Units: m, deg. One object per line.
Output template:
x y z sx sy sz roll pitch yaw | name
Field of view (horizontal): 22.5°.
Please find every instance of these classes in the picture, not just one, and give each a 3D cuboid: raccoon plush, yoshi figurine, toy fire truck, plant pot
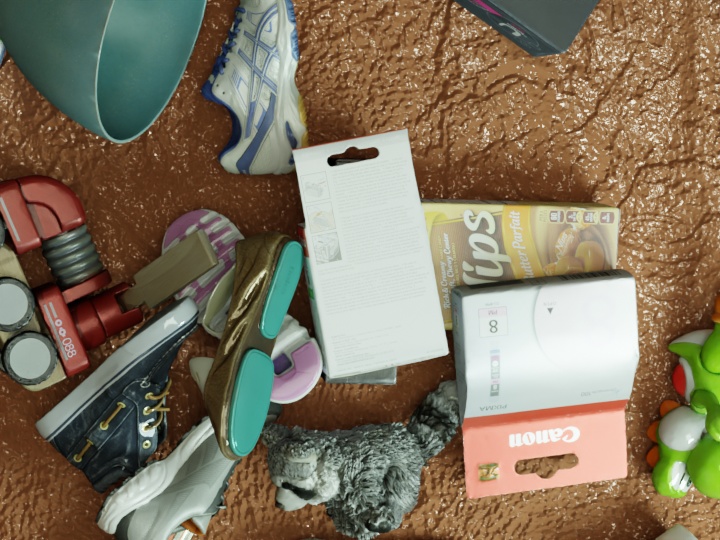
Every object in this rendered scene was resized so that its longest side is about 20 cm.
-0.005 0.144 1.625 0.134 0.096 0.200 50 57 -27 | raccoon plush
0.343 0.128 1.682 0.112 0.112 0.201 21 94 -17 | yoshi figurine
-0.241 -0.009 1.567 0.199 0.129 0.177 -24 98 -16 | toy fire truck
-0.230 -0.225 1.525 0.134 0.200 0.201 21 91 14 | plant pot

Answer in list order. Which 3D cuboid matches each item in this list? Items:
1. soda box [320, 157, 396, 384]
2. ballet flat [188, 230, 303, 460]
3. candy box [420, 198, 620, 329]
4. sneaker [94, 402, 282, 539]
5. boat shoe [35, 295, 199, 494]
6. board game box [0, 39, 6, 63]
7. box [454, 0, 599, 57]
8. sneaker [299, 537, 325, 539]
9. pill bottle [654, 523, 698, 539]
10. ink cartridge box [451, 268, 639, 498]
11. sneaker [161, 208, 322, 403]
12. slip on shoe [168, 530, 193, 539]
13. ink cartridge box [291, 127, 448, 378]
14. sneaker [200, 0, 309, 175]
0.000 0.000 1.632 0.070 0.063 0.202 2 94 -10 | soda box
-0.105 0.061 1.536 0.072 0.068 0.201 6 76 27 | ballet flat
0.133 -0.005 1.658 0.199 0.055 0.116 1 96 -11 | candy box
-0.140 0.182 1.592 0.079 0.074 0.200 46 61 6 | sneaker
-0.190 0.109 1.578 0.200 0.071 0.091 -41 94 26 | boat shoe
-0.381 -0.208 1.564 0.150 0.037 0.201 20 92 -11 | board game box
0.176 -0.307 1.615 0.122 0.106 0.201 32 89 -10 | box
0.029 0.288 1.650 0.199 0.085 0.076 2 94 -10 | sneaker
0.248 0.334 1.677 0.200 0.113 0.114 -38 100 -5 | pill bottle
0.170 0.106 1.632 0.161 0.057 0.201 -6 98 -9 | ink cartridge box
-0.105 0.038 1.614 0.080 0.088 0.201 -36 77 -3 | sneaker
-0.212 0.280 1.618 0.061 0.074 0.201 31 84 -3 | slip on shoe
0.005 -0.016 1.575 0.108 0.050 0.201 -11 95 -8 | ink cartridge box
-0.099 -0.182 1.594 0.088 0.075 0.201 -8 95 -8 | sneaker
